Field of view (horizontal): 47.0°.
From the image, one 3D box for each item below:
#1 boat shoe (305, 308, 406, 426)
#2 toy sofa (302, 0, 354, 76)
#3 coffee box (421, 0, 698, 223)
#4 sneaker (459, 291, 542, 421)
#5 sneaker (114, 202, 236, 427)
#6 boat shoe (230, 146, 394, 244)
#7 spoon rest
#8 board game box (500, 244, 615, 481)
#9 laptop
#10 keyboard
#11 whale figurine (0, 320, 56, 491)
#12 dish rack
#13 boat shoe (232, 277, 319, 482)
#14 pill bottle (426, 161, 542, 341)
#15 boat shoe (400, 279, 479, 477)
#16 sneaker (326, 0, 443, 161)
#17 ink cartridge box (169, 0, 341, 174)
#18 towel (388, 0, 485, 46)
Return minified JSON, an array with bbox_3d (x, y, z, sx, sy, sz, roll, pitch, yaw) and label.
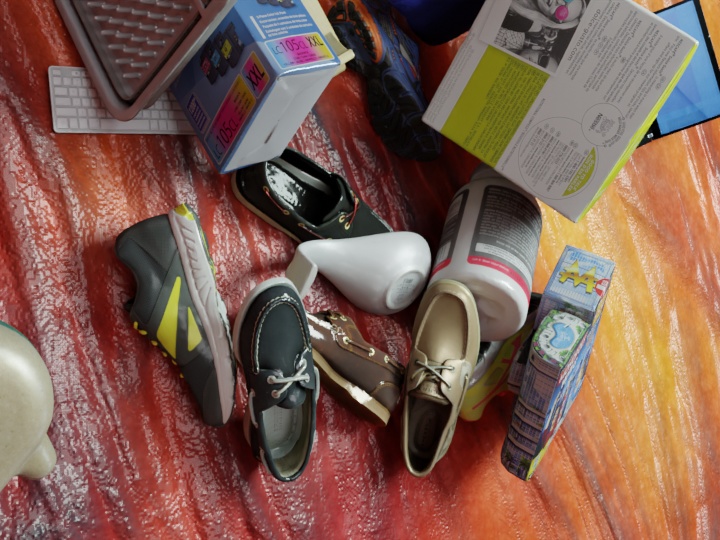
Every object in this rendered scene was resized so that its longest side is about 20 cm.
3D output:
[{"bbox_3d":[-0.030,0.076,0.816,0.200,0.070,0.071,43,66,-33],"label":"boat shoe"},{"bbox_3d":[-0.094,-0.273,0.825,0.082,0.097,0.202,-31,103,-10],"label":"toy sofa"},{"bbox_3d":[0.215,-0.196,0.874,0.196,0.202,0.199,35,22,12],"label":"coffee box"},{"bbox_3d":[0.157,0.095,0.957,0.199,0.077,0.092,-37,120,-33],"label":"sneaker"},{"bbox_3d":[-0.161,0.045,0.733,0.083,0.074,0.204,-12,101,-6],"label":"sneaker"},{"bbox_3d":[-0.034,-0.058,0.839,0.200,0.063,0.075,30,64,-31],"label":"boat shoe"},{"bbox_3d":[0.000,0.000,0.836,0.198,0.061,0.100,5,121,-49],"label":"spoon rest"},{"bbox_3d":[0.211,0.087,0.902,0.200,0.061,0.203,-37,142,-52],"label":"board game box"},{"bbox_3d":[0.413,-0.273,1.178,0.198,0.103,0.180,-24,96,-37],"label":"laptop"},{"bbox_3d":[-0.188,-0.155,0.769,0.197,0.011,0.057,-6,87,-37],"label":"keyboard"},{"bbox_3d":[-0.304,0.126,0.601,0.157,0.103,0.203,12,100,-34],"label":"whale figurine"},{"bbox_3d":[-0.171,-0.240,0.670,0.043,0.199,0.174,-18,76,-51],"label":"dish rack"},{"bbox_3d":[-0.067,0.100,0.723,0.075,0.060,0.203,-20,132,-22],"label":"boat shoe"},{"bbox_3d":[0.144,-0.031,0.924,0.110,0.110,0.202,41,47,-24],"label":"pill bottle"},{"bbox_3d":[0.079,0.112,0.841,0.065,0.070,0.204,-45,141,-71],"label":"boat shoe"},{"bbox_3d":[0.043,-0.215,0.914,0.078,0.075,0.202,-37,107,-38],"label":"sneaker"},{"bbox_3d":[-0.120,-0.210,0.725,0.076,0.136,0.202,-19,73,-40],"label":"ink cartridge box"},{"bbox_3d":[0.107,-0.311,0.880,0.050,0.146,0.200,65,15,7],"label":"towel"}]
